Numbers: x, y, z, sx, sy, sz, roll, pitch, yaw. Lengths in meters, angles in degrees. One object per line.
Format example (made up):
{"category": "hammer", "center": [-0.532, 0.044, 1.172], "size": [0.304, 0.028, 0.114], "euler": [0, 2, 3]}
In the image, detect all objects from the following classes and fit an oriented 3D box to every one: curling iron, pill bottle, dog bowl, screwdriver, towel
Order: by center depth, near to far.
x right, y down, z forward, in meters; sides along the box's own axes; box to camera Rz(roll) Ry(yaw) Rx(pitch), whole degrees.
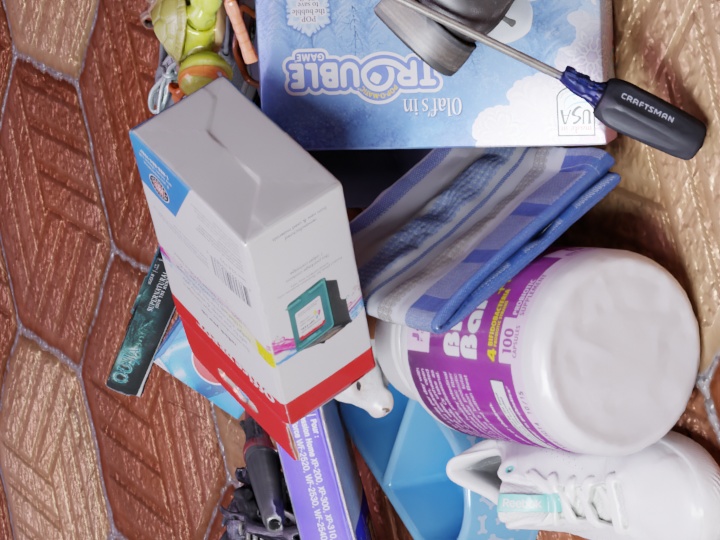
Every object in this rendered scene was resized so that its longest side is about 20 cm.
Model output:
{"category": "screwdriver", "center": [0.093, -0.113, 1.266], "size": [0.029, 0.200, 0.028], "euler": [-59, 5, 10]}
{"category": "pill bottle", "center": [0.091, 0.041, 1.358], "size": [0.200, 0.112, 0.113], "euler": [2, 99, 61]}
{"category": "towel", "center": [0.051, -0.026, 1.378], "size": [0.024, 0.147, 0.200], "euler": [54, 166, -20]}
{"category": "dog bowl", "center": [0.044, 0.102, 1.526], "size": [0.200, 0.049, 0.112], "euler": [57, 143, 40]}
{"category": "curling iron", "center": [-0.058, 0.128, 1.572], "size": [0.050, 0.026, 0.200], "euler": [54, -177, -14]}

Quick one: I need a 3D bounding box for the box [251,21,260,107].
{"category": "box", "center": [-0.088, -0.115, 1.727], "size": [0.144, 0.036, 0.200], "euler": [19, 115, 58]}

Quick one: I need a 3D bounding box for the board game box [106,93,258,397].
{"category": "board game box", "center": [-0.118, -0.028, 1.624], "size": [0.200, 0.028, 0.135], "euler": [-73, 7, -46]}

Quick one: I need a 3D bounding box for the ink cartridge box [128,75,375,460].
{"category": "ink cartridge box", "center": [-0.057, 0.003, 1.363], "size": [0.116, 0.067, 0.200], "euler": [44, 157, 34]}

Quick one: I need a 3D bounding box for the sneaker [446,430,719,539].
{"category": "sneaker", "center": [0.122, 0.127, 1.348], "size": [0.200, 0.088, 0.075], "euler": [6, 101, 61]}

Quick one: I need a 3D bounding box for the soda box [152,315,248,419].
{"category": "soda box", "center": [-0.073, 0.021, 1.576], "size": [0.064, 0.068, 0.200], "euler": [-53, 5, 19]}

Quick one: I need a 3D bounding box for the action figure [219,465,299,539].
{"category": "action figure", "center": [-0.064, 0.217, 1.700], "size": [0.119, 0.102, 0.200], "euler": [72, -143, -61]}

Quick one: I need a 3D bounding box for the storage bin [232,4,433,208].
{"category": "storage bin", "center": [-0.013, -0.157, 1.489], "size": [0.134, 0.145, 0.200], "euler": [-120, 34, -52]}

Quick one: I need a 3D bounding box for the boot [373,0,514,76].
{"category": "boot", "center": [0.052, -0.220, 1.276], "size": [0.200, 0.069, 0.174], "euler": [45, 107, -6]}

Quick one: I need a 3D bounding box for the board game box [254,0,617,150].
{"category": "board game box", "center": [0.039, -0.168, 1.341], "size": [0.043, 0.200, 0.199], "euler": [-35, -57, -71]}

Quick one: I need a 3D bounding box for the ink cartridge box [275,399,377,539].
{"category": "ink cartridge box", "center": [-0.019, 0.158, 1.541], "size": [0.200, 0.043, 0.199], "euler": [-96, -9, -83]}

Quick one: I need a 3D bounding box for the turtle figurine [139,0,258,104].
{"category": "turtle figurine", "center": [-0.096, -0.153, 1.400], "size": [0.200, 0.064, 0.162], "euler": [94, 172, -60]}

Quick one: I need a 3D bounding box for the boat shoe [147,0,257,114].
{"category": "boat shoe", "center": [-0.109, -0.153, 1.597], "size": [0.074, 0.065, 0.202], "euler": [-26, 44, 39]}

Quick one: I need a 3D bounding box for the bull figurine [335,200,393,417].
{"category": "bull figurine", "center": [0.000, 0.000, 1.505], "size": [0.200, 0.121, 0.065], "euler": [62, 146, 33]}
